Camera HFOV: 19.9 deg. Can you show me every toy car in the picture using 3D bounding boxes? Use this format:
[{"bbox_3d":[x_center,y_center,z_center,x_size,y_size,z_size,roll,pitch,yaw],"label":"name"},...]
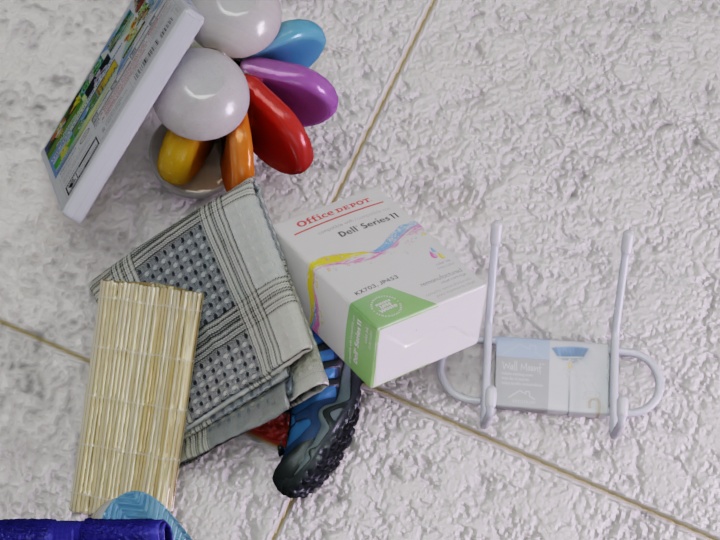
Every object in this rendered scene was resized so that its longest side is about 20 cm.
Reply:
[{"bbox_3d":[-0.096,-0.152,1.786,0.149,0.175,0.201,19,67,2],"label":"toy car"}]

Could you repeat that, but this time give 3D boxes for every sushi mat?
[{"bbox_3d":[-0.188,0.109,1.714,0.095,0.012,0.201,5,84,21],"label":"sushi mat"}]

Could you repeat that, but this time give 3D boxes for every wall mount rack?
[{"bbox_3d":[0.168,0.054,1.763,0.199,0.075,0.175,4,67,-1],"label":"wall mount rack"}]

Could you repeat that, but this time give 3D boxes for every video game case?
[{"bbox_3d":[-0.206,-0.154,1.750,0.022,0.182,0.201,28,100,-22],"label":"video game case"}]

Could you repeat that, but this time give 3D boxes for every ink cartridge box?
[{"bbox_3d":[0.000,0.000,1.733,0.117,0.068,0.200,-21,45,-29],"label":"ink cartridge box"}]

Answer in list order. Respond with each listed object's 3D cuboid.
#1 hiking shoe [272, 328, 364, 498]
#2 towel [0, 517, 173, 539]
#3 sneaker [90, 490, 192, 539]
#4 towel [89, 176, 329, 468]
[{"bbox_3d":[-0.040,0.103,1.741,0.086,0.075,0.201,20,57,10],"label":"hiking shoe"},{"bbox_3d":[-0.237,0.267,1.607,0.199,0.050,0.149,-2,103,18],"label":"towel"},{"bbox_3d":[-0.147,0.268,1.661,0.076,0.081,0.201,-34,93,-25],"label":"sneaker"},{"bbox_3d":[-0.133,0.051,1.722,0.192,0.034,0.201,-30,68,22],"label":"towel"}]
